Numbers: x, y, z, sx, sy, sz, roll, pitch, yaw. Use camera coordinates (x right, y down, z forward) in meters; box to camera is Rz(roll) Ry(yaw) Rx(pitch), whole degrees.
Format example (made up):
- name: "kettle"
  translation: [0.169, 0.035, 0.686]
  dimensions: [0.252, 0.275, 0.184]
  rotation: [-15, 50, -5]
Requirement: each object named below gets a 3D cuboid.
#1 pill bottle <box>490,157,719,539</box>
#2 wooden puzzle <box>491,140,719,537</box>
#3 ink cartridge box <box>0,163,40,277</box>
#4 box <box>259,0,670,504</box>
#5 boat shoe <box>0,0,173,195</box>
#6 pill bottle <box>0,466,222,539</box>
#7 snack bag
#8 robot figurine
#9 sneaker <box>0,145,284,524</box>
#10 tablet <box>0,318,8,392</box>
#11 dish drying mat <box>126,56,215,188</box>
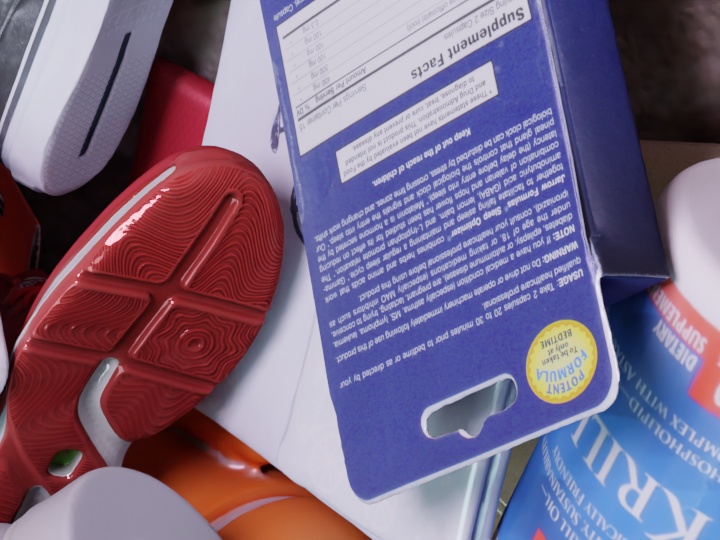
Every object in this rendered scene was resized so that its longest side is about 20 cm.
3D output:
- name: "pill bottle"
  translation: [0.103, 0.075, 0.750]
  dimensions: [0.112, 0.112, 0.200]
  rotation: [33, 122, 18]
- name: "wooden puzzle"
  translation: [0.092, 0.051, 0.833]
  dimensions: [0.185, 0.037, 0.200]
  rotation: [4, 114, 24]
- name: "ink cartridge box"
  translation: [-0.179, 0.029, 1.007]
  dimensions: [0.109, 0.050, 0.200]
  rotation: [56, 144, 40]
- name: "box"
  translation: [0.025, -0.042, 0.723]
  dimensions: [0.121, 0.032, 0.200]
  rotation: [-27, 67, 48]
- name: "boat shoe"
  translation: [-0.093, -0.120, 0.840]
  dimensions: [0.071, 0.072, 0.200]
  rotation: [34, 115, 16]
- name: "pill bottle"
  translation: [-0.134, 0.155, 0.834]
  dimensions: [0.200, 0.113, 0.113]
  rotation: [-35, 92, 24]
- name: "snack bag"
  translation: [-0.005, -0.018, 0.807]
  dimensions: [0.200, 0.021, 0.189]
  rotation: [31, 114, 50]
- name: "robot figurine"
  translation: [-0.062, 0.120, 0.938]
  dimensions: [0.200, 0.144, 0.117]
  rotation: [27, 165, 44]
- name: "sneaker"
  translation: [-0.102, 0.012, 0.871]
  dimensions: [0.200, 0.078, 0.116]
  rotation: [-53, 37, 26]
- name: "tablet"
  translation: [-0.161, -0.022, 0.886]
  dimensions: [0.130, 0.014, 0.200]
  rotation: [-51, 47, 52]
- name: "dish drying mat"
  translation: [0.000, 0.000, 0.901]
  dimensions: [0.200, 0.018, 0.077]
  rotation: [32, 132, 20]
